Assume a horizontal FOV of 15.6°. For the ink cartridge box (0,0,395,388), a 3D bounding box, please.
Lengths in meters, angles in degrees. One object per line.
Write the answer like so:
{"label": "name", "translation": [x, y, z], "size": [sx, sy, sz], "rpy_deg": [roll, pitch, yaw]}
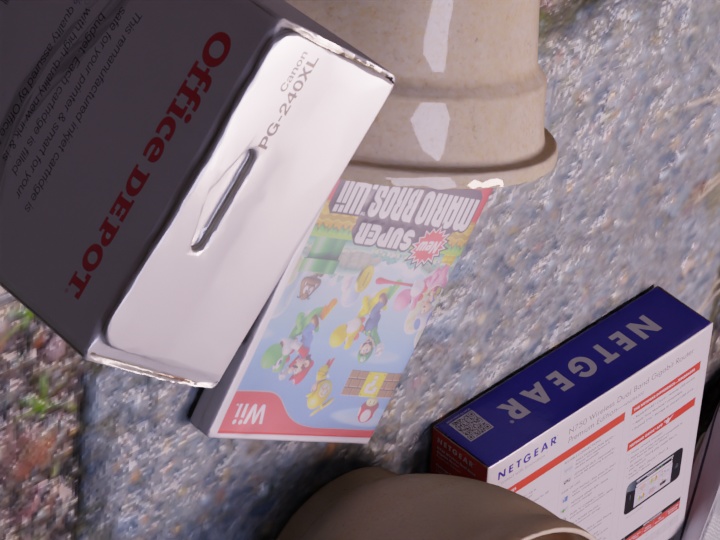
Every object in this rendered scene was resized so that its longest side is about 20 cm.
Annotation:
{"label": "ink cartridge box", "translation": [-0.104, -0.066, 1.034], "size": [0.083, 0.200, 0.146], "rpy_deg": [21, 102, -53]}

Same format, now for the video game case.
{"label": "video game case", "translation": [0.000, 0.000, 1.383], "size": [0.143, 0.017, 0.201], "rpy_deg": [7, 114, -53]}

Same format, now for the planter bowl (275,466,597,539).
{"label": "planter bowl", "translation": [0.024, 0.195, 1.476], "size": [0.200, 0.134, 0.201], "rpy_deg": [-32, 140, -31]}

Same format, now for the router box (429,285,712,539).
{"label": "router box", "translation": [0.127, 0.130, 1.622], "size": [0.199, 0.049, 0.180], "rpy_deg": [-29, 138, -33]}

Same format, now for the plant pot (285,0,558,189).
{"label": "plant pot", "translation": [0.002, -0.152, 1.126], "size": [0.200, 0.200, 0.185], "rpy_deg": [-9, 114, -47]}

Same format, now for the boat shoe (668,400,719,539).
{"label": "boat shoe", "translation": [0.243, 0.132, 1.756], "size": [0.073, 0.067, 0.201], "rpy_deg": [38, 65, -22]}
